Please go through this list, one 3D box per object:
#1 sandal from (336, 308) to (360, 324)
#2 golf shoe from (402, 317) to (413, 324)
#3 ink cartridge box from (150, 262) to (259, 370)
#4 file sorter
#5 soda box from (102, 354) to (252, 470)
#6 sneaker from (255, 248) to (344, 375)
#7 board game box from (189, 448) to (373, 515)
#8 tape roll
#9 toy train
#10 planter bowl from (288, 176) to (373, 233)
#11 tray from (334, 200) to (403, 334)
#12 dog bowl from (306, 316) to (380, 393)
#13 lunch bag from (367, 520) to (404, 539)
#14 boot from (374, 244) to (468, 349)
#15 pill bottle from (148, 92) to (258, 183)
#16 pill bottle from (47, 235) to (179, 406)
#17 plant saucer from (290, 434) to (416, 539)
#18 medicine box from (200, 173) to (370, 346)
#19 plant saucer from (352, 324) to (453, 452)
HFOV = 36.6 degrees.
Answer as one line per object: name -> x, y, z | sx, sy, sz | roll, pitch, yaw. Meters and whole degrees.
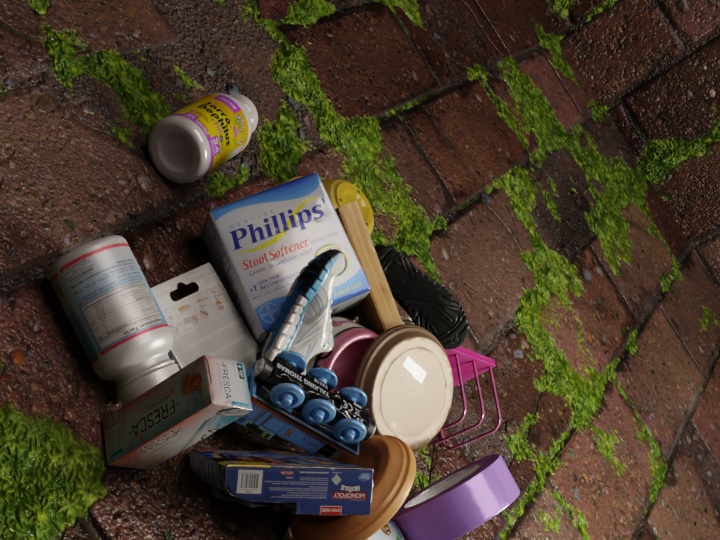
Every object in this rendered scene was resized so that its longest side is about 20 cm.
sandal -> -0.009, 0.064, 1.809 | 0.200, 0.081, 0.055 | -56, 129, -62
golf shoe -> 0.072, 0.119, 1.876 | 0.200, 0.077, 0.088 | 30, 21, -39
ink cartridge box -> -0.217, 0.105, 1.511 | 0.201, 0.057, 0.162 | 56, 33, 3
file sorter -> 0.119, 0.206, 1.788 | 0.199, 0.139, 0.126 | 22, 48, -42
soda box -> -0.222, 0.174, 1.304 | 0.068, 0.199, 0.064 | 17, 50, -46
sneaker -> -0.066, 0.067, 1.522 | 0.086, 0.075, 0.201 | 31, 83, -20
board game box -> -0.115, 0.271, 1.415 | 0.199, 0.200, 0.062 | 7, 85, -25
tape roll -> 0.138, 0.352, 1.635 | 0.200, 0.200, 0.066 | -21, 80, -57
toy train -> -0.076, 0.188, 1.470 | 0.199, 0.114, 0.087 | 33, 34, -24
planter bowl -> -0.037, -0.094, 1.879 | 0.200, 0.083, 0.201 | 34, 39, -33
tray -> 0.000, 0.000, 1.662 | 0.037, 0.099, 0.201 | -22, 91, -18
dog bowl -> -0.022, 0.170, 1.605 | 0.199, 0.073, 0.202 | -6, 98, -46
lunch bag -> 0.000, 0.435, 1.503 | 0.199, 0.075, 0.161 | 0, 66, -54
boot -> 0.089, 0.036, 1.751 | 0.200, 0.076, 0.168 | 45, 1, -2
pill bottle -> -0.237, -0.214, 1.693 | 0.104, 0.104, 0.200 | 53, 33, -7
pill bottle -> -0.304, 0.066, 1.370 | 0.109, 0.108, 0.201 | -18, 79, -56
plant saucer -> -0.017, 0.294, 1.474 | 0.038, 0.199, 0.201 | 54, 32, -24
medicine box -> -0.113, -0.014, 1.618 | 0.181, 0.103, 0.201 | -22, 80, -20
plant saucer -> 0.070, 0.181, 1.618 | 0.199, 0.029, 0.202 | -4, 96, -40
